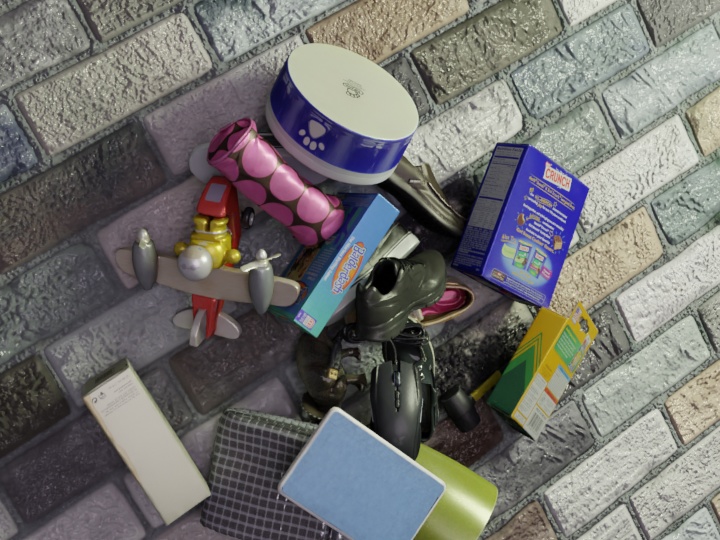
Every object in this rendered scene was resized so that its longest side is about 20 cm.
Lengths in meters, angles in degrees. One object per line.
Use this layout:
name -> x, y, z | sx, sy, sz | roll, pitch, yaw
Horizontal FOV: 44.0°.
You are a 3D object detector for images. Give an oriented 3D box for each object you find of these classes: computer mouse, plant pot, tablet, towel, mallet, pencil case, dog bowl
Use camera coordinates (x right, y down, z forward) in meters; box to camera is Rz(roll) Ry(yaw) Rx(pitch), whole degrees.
computer mouse -> 0.021, 0.163, 1.206 | 0.138, 0.046, 0.203 | 7, 78, -2
plant pot -> 0.060, 0.319, 1.268 | 0.199, 0.187, 0.188 | 39, 80, 1
tablet -> 0.004, 0.280, 1.149 | 0.199, 0.014, 0.131 | 37, 86, -17
towel -> -0.110, 0.285, 1.201 | 0.197, 0.085, 0.168 | 10, 86, 18
mallet -> 0.214, 0.174, 1.375 | 0.198, 0.041, 0.067 | -31, 100, -19
pencil case -> -0.111, -0.117, 1.166 | 0.090, 0.095, 0.200 | -28, 131, 23
dog bowl -> -0.024, -0.212, 1.195 | 0.198, 0.202, 0.079 | 18, 130, -18

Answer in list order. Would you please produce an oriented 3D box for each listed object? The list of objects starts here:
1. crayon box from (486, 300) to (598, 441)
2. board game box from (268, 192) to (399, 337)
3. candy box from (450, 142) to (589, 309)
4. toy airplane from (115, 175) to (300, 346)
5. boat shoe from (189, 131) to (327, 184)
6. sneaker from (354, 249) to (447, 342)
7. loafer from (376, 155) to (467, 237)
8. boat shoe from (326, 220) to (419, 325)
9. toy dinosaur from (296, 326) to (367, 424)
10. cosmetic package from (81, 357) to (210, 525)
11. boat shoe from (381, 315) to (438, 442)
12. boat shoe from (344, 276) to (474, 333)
crayon box -> 0.279, 0.145, 1.354 | 0.201, 0.051, 0.126 | -57, 143, -8
board game box -> -0.044, -0.013, 1.218 | 0.045, 0.152, 0.201 | 37, 81, -21
candy box -> 0.241, -0.066, 1.325 | 0.168, 0.077, 0.203 | 25, 85, -40
toy airplane -> -0.205, 0.003, 1.169 | 0.199, 0.141, 0.201 | -34, 85, 9
boat shoe -> -0.139, -0.159, 1.229 | 0.197, 0.068, 0.072 | -4, 131, -15
sneaker -> 0.059, 0.015, 1.222 | 0.200, 0.075, 0.092 | -43, 133, -46
loafer -> 0.088, -0.123, 1.300 | 0.199, 0.073, 0.072 | 40, 80, -17
boat shoe -> 0.000, 0.000, 1.271 | 0.064, 0.071, 0.200 | 43, 59, 6
toy dinosaur -> -0.050, 0.135, 1.260 | 0.101, 0.077, 0.203 | -11, 93, -11
cosmetic package -> -0.283, 0.222, 1.175 | 0.073, 0.103, 0.202 | -32, 100, -13
boat shoe -> 0.072, 0.160, 1.281 | 0.073, 0.066, 0.202 | -6, 115, 8
boat shoe -> 0.075, 0.050, 1.304 | 0.197, 0.069, 0.075 | -15, 98, -16
